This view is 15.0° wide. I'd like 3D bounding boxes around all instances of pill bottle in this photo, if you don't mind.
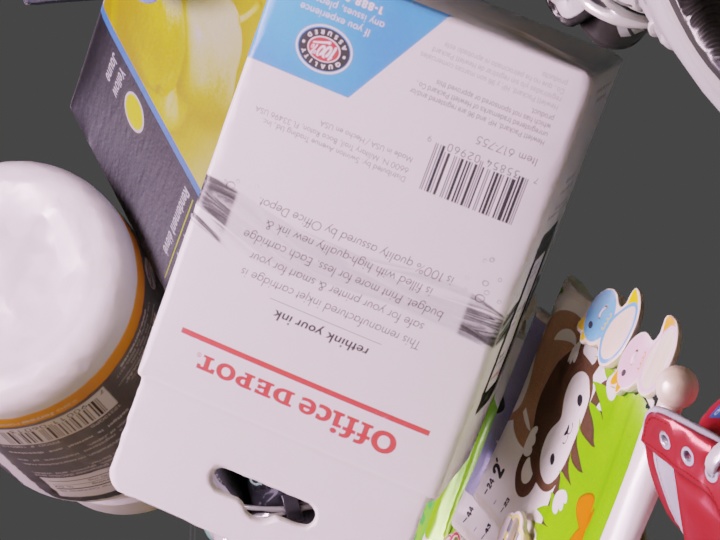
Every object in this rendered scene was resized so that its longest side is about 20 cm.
[{"bbox_3d":[-0.131,0.038,1.230,0.200,0.116,0.117,58,-166,-66],"label":"pill bottle"}]

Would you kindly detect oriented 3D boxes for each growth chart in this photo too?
[{"bbox_3d":[0.064,0.070,0.936,0.200,0.018,0.145,-141,67,-75],"label":"growth chart"}]

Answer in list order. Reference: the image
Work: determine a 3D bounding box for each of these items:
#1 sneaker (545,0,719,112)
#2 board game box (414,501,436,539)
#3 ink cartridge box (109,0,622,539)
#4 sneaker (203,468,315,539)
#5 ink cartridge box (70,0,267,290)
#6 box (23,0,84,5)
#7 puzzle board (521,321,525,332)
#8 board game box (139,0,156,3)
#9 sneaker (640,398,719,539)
[{"bbox_3d":[0.107,-0.091,0.837,0.115,0.076,0.201,96,165,-50],"label":"sneaker"},{"bbox_3d":[0.030,0.065,1.076,0.096,0.030,0.200,-49,59,54],"label":"board game box"},{"bbox_3d":[0.000,0.000,0.957,0.068,0.116,0.200,-36,-33,-73],"label":"ink cartridge box"},{"bbox_3d":[-0.031,0.109,1.176,0.140,0.078,0.200,86,162,-47],"label":"sneaker"},{"bbox_3d":[-0.041,-0.052,1.081,0.200,0.047,0.198,61,147,26],"label":"ink cartridge box"},{"bbox_3d":[-0.125,-0.210,1.278,0.200,0.051,0.158,-69,-27,-78],"label":"box"},{"bbox_3d":[0.010,0.002,1.158,0.151,0.017,0.200,106,149,-44],"label":"puzzle board"},{"bbox_3d":[-0.106,-0.200,1.028,0.200,0.039,0.158,59,166,11],"label":"board game box"},{"bbox_3d":[0.140,0.052,0.772,0.200,0.071,0.113,109,144,-51],"label":"sneaker"}]
